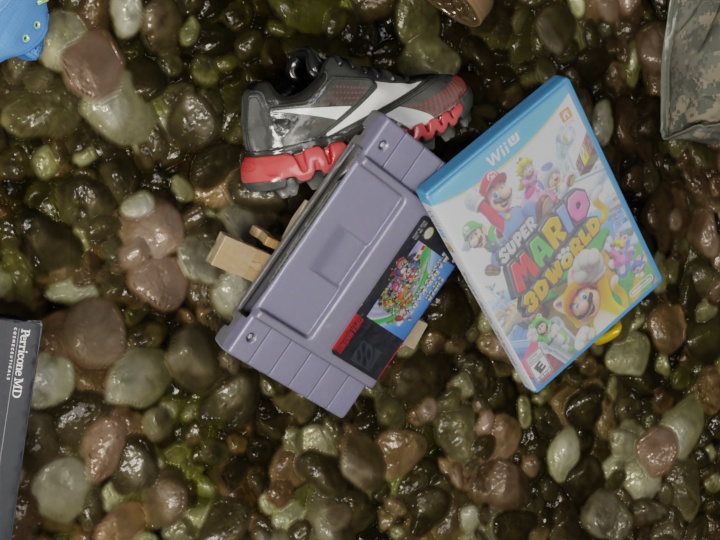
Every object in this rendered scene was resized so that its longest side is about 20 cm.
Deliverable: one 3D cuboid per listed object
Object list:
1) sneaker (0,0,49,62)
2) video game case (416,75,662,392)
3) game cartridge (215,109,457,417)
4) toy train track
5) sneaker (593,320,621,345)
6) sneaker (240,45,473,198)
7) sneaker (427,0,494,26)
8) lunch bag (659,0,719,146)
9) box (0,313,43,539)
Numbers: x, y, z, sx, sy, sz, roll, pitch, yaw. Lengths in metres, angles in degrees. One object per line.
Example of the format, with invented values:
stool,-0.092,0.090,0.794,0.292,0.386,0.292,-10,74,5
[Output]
sneaker,-0.232,-0.202,0.923,0.200,0.076,0.105,-52,132,-18
video game case,0.140,-0.025,1.065,0.143,0.018,0.200,-39,120,-14
game cartridge,0.000,0.000,1.027,0.129,0.038,0.200,34,91,-34
toy train track,-0.033,0.013,1.053,0.200,0.033,0.115,24,97,-36
sneaker,0.181,-0.038,1.148,0.073,0.077,0.201,-15,98,-26
sneaker,-0.004,-0.124,1.043,0.200,0.071,0.098,-20,104,-26
sneaker,0.043,-0.281,1.063,0.200,0.067,0.090,39,79,-22
lunch bag,0.353,-0.208,1.215,0.163,0.117,0.201,4,85,-29
box,-0.290,0.120,0.891,0.141,0.079,0.201,9,87,-26
